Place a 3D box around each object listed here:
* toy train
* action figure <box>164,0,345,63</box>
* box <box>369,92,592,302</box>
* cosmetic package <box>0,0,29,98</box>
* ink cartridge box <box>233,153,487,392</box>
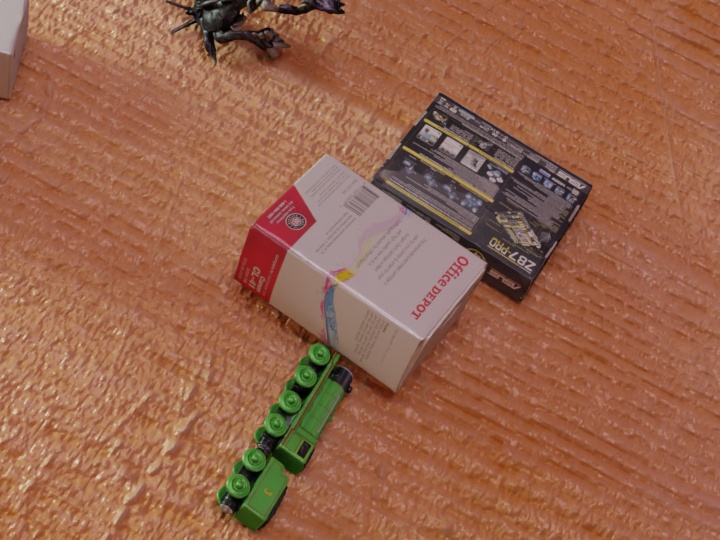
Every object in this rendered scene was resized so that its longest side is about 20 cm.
[{"bbox_3d":[-0.064,0.149,1.302,0.056,0.042,0.201,35,53,-3],"label":"toy train"},{"bbox_3d":[-0.109,-0.291,1.559,0.197,0.102,0.121,-9,83,24],"label":"action figure"},{"bbox_3d":[0.126,-0.081,1.512,0.199,0.049,0.162,32,51,7],"label":"box"},{"bbox_3d":[-0.443,-0.251,1.450,0.197,0.072,0.102,11,53,-9],"label":"cosmetic package"},{"bbox_3d":[0.000,0.000,1.384,0.199,0.086,0.148,36,44,9],"label":"ink cartridge box"}]
